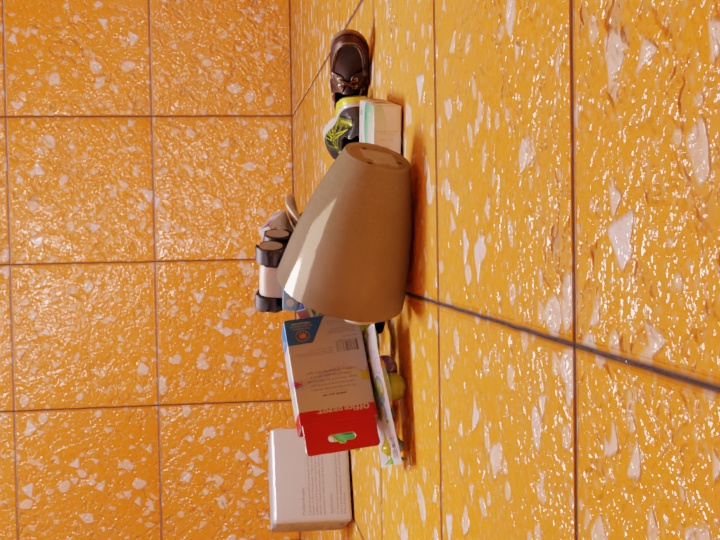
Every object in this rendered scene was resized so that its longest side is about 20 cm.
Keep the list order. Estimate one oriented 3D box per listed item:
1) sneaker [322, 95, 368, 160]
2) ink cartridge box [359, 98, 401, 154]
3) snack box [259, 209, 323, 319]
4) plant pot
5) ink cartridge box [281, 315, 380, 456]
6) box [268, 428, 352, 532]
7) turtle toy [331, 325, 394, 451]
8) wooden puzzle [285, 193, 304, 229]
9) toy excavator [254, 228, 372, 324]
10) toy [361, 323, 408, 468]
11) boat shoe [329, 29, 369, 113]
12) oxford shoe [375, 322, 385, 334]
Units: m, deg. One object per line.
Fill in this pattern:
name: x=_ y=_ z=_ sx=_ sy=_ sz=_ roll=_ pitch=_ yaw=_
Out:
sneaker: x=-0.025 y=-0.232 z=1.870 sx=0.200 sy=0.073 sz=0.086 roll=108 pitch=159 yaw=-68
ink cartridge box: x=0.028 y=-0.154 z=1.591 sx=0.161 sy=0.049 sz=0.203 roll=-123 pitch=35 yaw=-76
snack box: x=-0.103 y=0.006 z=1.708 sx=0.202 sy=0.024 sz=0.072 roll=67 pitch=-156 yaw=-18
plant pot: x=-0.003 y=-0.064 z=1.437 sx=0.188 sy=0.185 sz=0.202 roll=-106 pitch=30 yaw=-63
ink cartridge box: x=-0.044 y=0.171 z=1.540 sx=0.067 sy=0.114 sz=0.203 roll=110 pitch=151 yaw=-68
box: x=-0.113 y=0.458 z=2.285 sx=0.200 sy=0.169 sz=0.202 roll=110 pitch=158 yaw=-69
turtle toy: x=-0.008 y=0.179 z=1.641 sx=0.101 sy=0.144 sz=0.203 roll=-19 pitch=71 yaw=59
wooden puzzle: x=-0.062 y=-0.009 z=1.730 sx=0.201 sy=0.037 sz=0.186 roll=60 pitch=170 yaw=25
toy excavator: x=-0.061 y=0.016 z=1.566 sx=0.195 sy=0.197 sz=0.101 roll=-76 pitch=-10 yaw=-69
toy: x=0.042 y=0.182 z=1.536 sx=0.115 sy=0.047 sz=0.203 roll=136 pitch=128 yaw=-72
boat shoe: x=-0.019 y=-0.335 z=1.830 sx=0.201 sy=0.069 sz=0.071 roll=86 pitch=-173 yaw=-65
oxford shoe: x=0.022 y=0.009 z=1.638 sx=0.073 sy=0.070 sz=0.202 roll=-127 pitch=26 yaw=-47
